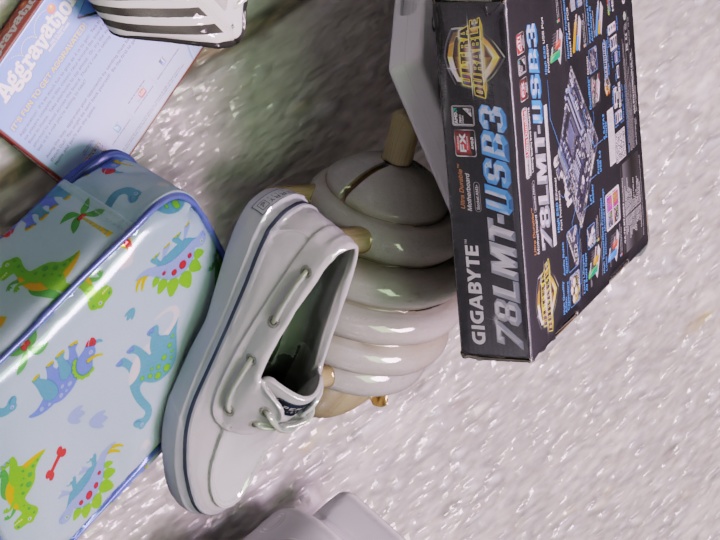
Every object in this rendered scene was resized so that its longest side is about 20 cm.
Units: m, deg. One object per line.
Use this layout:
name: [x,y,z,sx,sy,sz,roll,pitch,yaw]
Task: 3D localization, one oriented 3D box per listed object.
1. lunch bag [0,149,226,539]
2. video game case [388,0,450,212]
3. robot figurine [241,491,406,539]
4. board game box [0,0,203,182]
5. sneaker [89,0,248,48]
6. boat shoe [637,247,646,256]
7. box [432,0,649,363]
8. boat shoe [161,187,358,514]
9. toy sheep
lunch bag: [-0.155,0.051,1.045,0.200,0.082,0.161,-46,141,-18]
video game case: [0.064,-0.094,1.147,0.183,0.023,0.201,-84,155,-49]
robot figurine: [-0.056,0.225,1.187,0.200,0.113,0.170,-39,147,-23]
board game box: [-0.123,-0.144,1.049,0.201,0.019,0.103,-56,134,-8]
sneaker: [-0.066,-0.193,1.029,0.200,0.076,0.116,-35,136,-16]
boat shoe: [0.149,-0.093,1.274,0.073,0.062,0.201,-33,126,-27]
box: [0.104,-0.077,1.084,0.198,0.049,0.202,-37,125,-56]
boat shoe: [-0.054,0.057,1.053,0.073,0.067,0.201,-19,132,-47]
toy sheep: [0.000,0.000,1.137,0.137,0.138,0.201,-7,129,-39]
